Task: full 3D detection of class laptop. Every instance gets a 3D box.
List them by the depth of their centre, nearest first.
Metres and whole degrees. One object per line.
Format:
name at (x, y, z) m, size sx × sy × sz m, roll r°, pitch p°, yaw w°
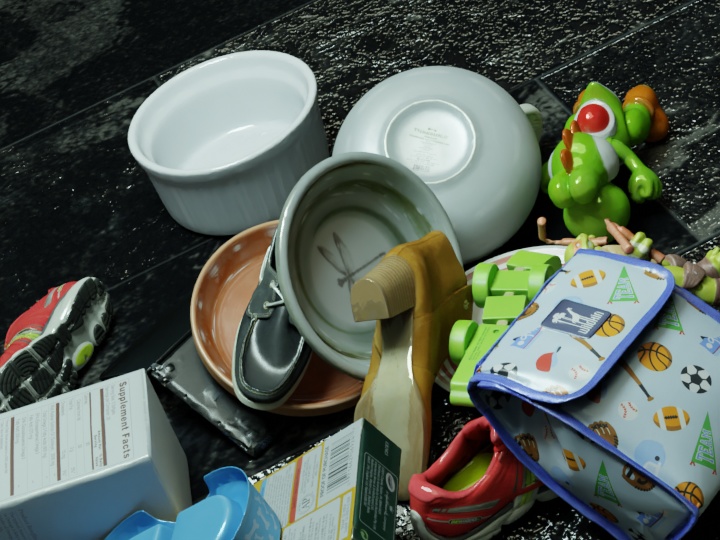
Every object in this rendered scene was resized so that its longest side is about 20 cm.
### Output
laptop at (-0.115, 0.077, 1.724) m, size 0.200 × 0.103 × 0.177 m, roll 36°, pitch 62°, yaw 18°

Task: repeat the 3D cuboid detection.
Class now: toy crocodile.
toy crocodile at (0.123, 0.048, 1.567) m, size 0.067 × 0.062 × 0.200 m, roll 0°, pitch 39°, yaw 23°

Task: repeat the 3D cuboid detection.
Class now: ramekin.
ramekin at (-0.128, -0.126, 1.899) m, size 0.199 × 0.098 × 0.201 m, roll -12°, pitch 39°, yaw 10°

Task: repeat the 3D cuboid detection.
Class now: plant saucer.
plant saucer at (0.000, 0.000, 1.604) m, size 0.050 × 0.200 × 0.200 m, roll -16°, pitch 29°, yaw 51°
plant saucer at (-0.052, 0.043, 1.670) m, size 0.199 × 0.032 × 0.201 m, roll 2°, pitch 57°, yaw -2°

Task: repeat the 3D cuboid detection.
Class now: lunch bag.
lunch bag at (0.201, 0.091, 1.421) m, size 0.200 × 0.124 × 0.170 m, roll 37°, pitch 57°, yaw 11°

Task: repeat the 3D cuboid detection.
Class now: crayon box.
crayon box at (-0.058, 0.215, 1.459) m, size 0.200 × 0.052 × 0.126 m, roll -33°, pitch 31°, yaw 29°

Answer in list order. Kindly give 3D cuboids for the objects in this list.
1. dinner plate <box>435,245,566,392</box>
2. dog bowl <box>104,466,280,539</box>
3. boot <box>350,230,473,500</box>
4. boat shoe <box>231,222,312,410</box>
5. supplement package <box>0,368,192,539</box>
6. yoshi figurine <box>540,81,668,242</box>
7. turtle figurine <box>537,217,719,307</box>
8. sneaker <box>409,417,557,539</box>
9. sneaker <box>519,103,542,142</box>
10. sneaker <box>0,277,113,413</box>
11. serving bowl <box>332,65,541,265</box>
dinner plate at (0.148, 0.051, 1.629) m, size 0.199 × 0.024 × 0.201 m, roll -12°, pitch 40°, yaw 10°
dog bowl at (-0.141, 0.230, 1.455) m, size 0.200 × 0.050 × 0.112 m, roll -31°, pitch 32°, yaw 33°
boot at (0.054, 0.076, 1.557) m, size 0.070 × 0.202 × 0.144 m, roll 0°, pitch 14°, yaw 33°
boat shoe at (-0.067, 0.026, 1.623) m, size 0.071 × 0.068 × 0.201 m, roll 14°, pitch 59°, yaw 8°
supplement package at (-0.252, 0.187, 1.567) m, size 0.199 × 0.117 × 0.118 m, roll -17°, pitch 38°, yaw 3°
yoshi figurine at (0.223, -0.091, 1.732) m, size 0.112 × 0.113 × 0.200 m, roll 35°, pitch 37°, yaw 1°
turtle figurine at (0.237, -0.001, 1.556) m, size 0.160 × 0.065 × 0.200 m, roll 10°, pitch -2°, yaw -13°
sneaker at (0.122, 0.142, 1.471) m, size 0.200 × 0.085 × 0.077 m, roll -37°, pitch 43°, yaw -19°
sneaker at (0.083, -0.108, 1.803) m, size 0.200 × 0.075 × 0.084 m, roll -34°, pitch 45°, yaw -17°
sneaker at (-0.309, 0.084, 1.764) m, size 0.085 × 0.077 × 0.200 m, roll -6°, pitch 32°, yaw 34°
serving bowl at (0.067, -0.105, 1.720) m, size 0.199 × 0.066 × 0.201 m, roll -3°, pitch 69°, yaw 7°
